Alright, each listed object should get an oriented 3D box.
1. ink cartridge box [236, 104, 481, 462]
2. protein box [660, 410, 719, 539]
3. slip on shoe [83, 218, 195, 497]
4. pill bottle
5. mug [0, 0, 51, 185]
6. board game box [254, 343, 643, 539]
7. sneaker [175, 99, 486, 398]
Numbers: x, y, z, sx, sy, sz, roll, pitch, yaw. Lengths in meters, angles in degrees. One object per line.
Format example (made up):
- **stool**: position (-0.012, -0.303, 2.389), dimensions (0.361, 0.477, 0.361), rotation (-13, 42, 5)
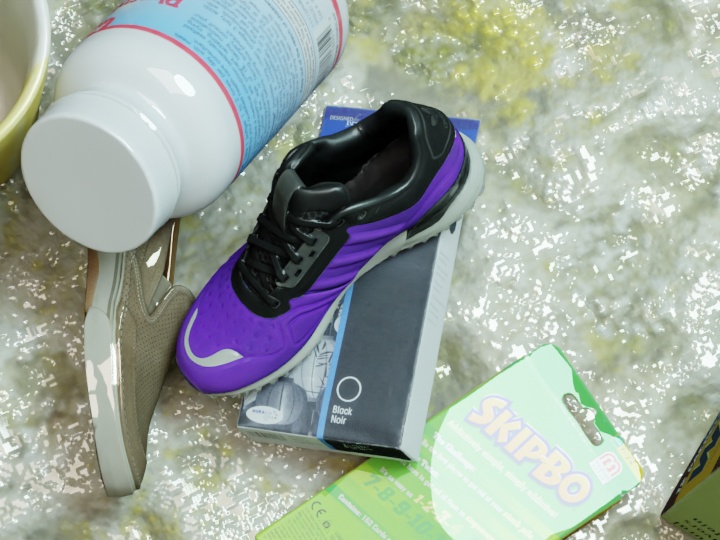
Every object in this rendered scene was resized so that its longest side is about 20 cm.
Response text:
- **ink cartridge box**: position (0.000, 0.000, 1.321), dimensions (0.099, 0.039, 0.202), rotation (5, 74, 20)
- **protein box**: position (0.286, 0.109, 1.238), dimensions (0.198, 0.200, 0.135), rotation (32, 77, 5)
- **slip on shoe**: position (-0.119, 0.023, 1.309), dimensions (0.060, 0.076, 0.202), rotation (-2, 68, -4)
- **pill bottle**: position (-0.094, -0.099, 1.277), dimensions (0.108, 0.109, 0.200), rotation (33, 44, 5)
- **mug**: position (-0.241, -0.085, 1.285), dimensions (0.148, 0.153, 0.188), rotation (19, 77, 2)
- **board game box**: position (0.050, 0.131, 1.311), dimensions (0.199, 0.030, 0.096), rotation (-33, 79, -7)
- **sneaker**: position (-0.031, -0.020, 1.260), dimensions (0.200, 0.100, 0.070), rotation (-42, 63, 2)
